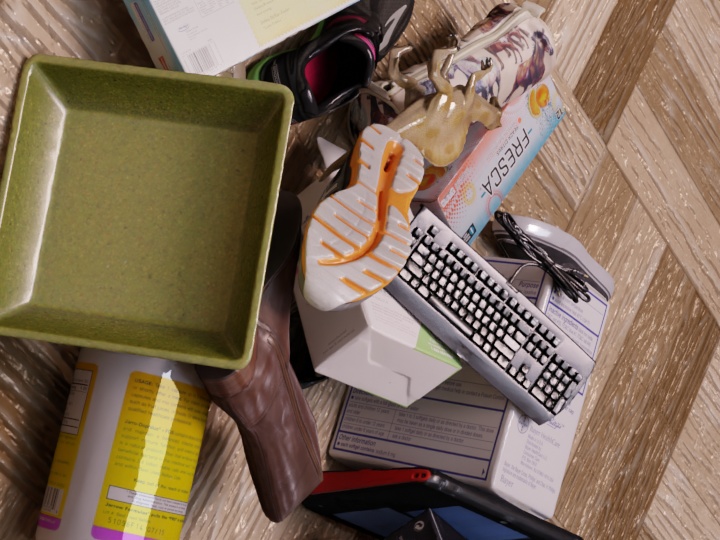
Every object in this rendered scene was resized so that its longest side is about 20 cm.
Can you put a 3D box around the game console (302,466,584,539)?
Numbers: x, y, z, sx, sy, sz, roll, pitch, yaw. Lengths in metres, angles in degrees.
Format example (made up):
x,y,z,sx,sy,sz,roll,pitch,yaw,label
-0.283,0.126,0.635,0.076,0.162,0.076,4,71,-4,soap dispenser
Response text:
x,y,z,sx,sy,sz,roll,pitch,yaw,label
0.066,0.211,1.509,0.199,0.176,0.031,27,67,-35,game console

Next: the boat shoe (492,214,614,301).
x,y,z,sx,sy,sz,roll,pitch,yaw,label
0.183,0.008,1.728,0.200,0.069,0.067,36,66,-53,boat shoe

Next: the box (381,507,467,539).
x,y,z,sx,sy,sz,roll,pitch,yaw,label
0.044,0.330,1.487,0.198,0.124,0.200,-35,133,11,box

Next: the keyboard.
x,y,z,sx,sy,sz,roll,pitch,yaw,label
0.116,0.019,1.435,0.200,0.021,0.128,41,70,-16,keyboard

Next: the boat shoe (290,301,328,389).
x,y,z,sx,sy,sz,roll,pitch,yaw,label
-0.043,0.064,1.466,0.200,0.066,0.073,-19,109,-46,boat shoe

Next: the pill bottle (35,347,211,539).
x,y,z,sx,sy,sz,roll,pitch,yaw,label
-0.165,0.114,1.302,0.104,0.103,0.202,22,79,-48,pill bottle

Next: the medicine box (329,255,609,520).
x,y,z,sx,sy,sz,roll,pitch,yaw,label
0.095,0.094,1.542,0.103,0.181,0.202,32,71,-46,medicine box

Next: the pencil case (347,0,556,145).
x,y,z,sx,sy,sz,roll,pitch,yaw,label
0.082,-0.163,1.548,0.199,0.078,0.090,-34,158,-29,pencil case

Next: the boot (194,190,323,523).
x,y,z,sx,sy,sz,roll,pitch,yaw,label
-0.062,0.069,1.358,0.201,0.064,0.188,66,35,-48,boot

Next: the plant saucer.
x,y,z,sx,sy,sz,roll,pitch,yaw,label
-0.154,-0.039,1.256,0.048,0.197,0.203,58,40,-78,plant saucer

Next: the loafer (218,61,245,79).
x,y,z,sx,sy,sz,roll,pitch,yaw,label
-0.124,-0.087,1.356,0.067,0.076,0.203,-12,99,-43,loafer

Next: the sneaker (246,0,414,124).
x,y,z,sx,sy,sz,roll,pitch,yaw,label
-0.009,-0.176,1.465,0.200,0.083,0.077,-48,128,-34,sneaker

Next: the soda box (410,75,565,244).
x,y,z,sx,sy,sz,roll,pitch,yaw,label
0.107,-0.107,1.623,0.200,0.063,0.069,-52,130,-31,soda box

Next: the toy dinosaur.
x,y,z,sx,sy,sz,roll,pitch,yaw,label
0.055,-0.131,1.442,0.199,0.058,0.102,-20,112,-36,toy dinosaur

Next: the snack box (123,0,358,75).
x,y,z,sx,sy,sz,roll,pitch,yaw,label
-0.084,-0.223,1.328,0.199,0.037,0.117,-32,100,-34,snack box

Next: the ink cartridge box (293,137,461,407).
x,y,z,sx,sy,sz,roll,pitch,yaw,label
0.000,0.000,1.461,0.117,0.067,0.202,25,38,-42,ink cartridge box

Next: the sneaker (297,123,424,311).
x,y,z,sx,sy,sz,roll,pitch,yaw,label
-0.006,-0.027,1.345,0.078,0.077,0.201,36,38,-7,sneaker
